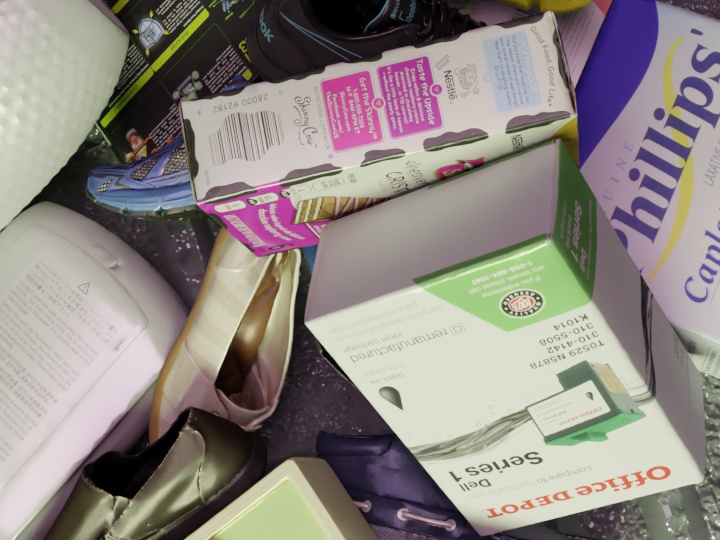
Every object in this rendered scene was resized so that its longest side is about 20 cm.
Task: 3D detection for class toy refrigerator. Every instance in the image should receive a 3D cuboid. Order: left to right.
[{"bbox_3d":[-0.088,0.200,0.835,0.200,0.070,0.076,-38,73,9],"label":"toy refrigerator"}]

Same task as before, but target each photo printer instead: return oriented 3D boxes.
[{"bbox_3d":[-0.212,0.065,0.930,0.166,0.069,0.200,40,87,15],"label":"photo printer"}]

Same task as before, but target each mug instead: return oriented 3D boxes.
[{"bbox_3d":[-0.252,-0.135,0.920,0.175,0.148,0.200,-44,39,4],"label":"mug"}]

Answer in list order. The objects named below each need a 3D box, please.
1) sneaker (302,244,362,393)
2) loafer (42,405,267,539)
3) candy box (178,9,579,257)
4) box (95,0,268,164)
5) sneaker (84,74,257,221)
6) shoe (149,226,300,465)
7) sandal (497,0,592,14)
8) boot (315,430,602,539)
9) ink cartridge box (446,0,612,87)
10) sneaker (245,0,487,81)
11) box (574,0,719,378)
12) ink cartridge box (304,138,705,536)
[{"bbox_3d":[0.001,0.000,0.886,0.076,0.111,0.201,-20,76,5],"label":"sneaker"},{"bbox_3d":[-0.153,0.146,0.861,0.200,0.073,0.071,-37,113,6],"label":"loafer"},{"bbox_3d":[0.017,-0.068,0.764,0.199,0.136,0.061,-14,77,7],"label":"candy box"},{"bbox_3d":[-0.124,-0.186,0.945,0.200,0.047,0.193,-42,75,23],"label":"box"},{"bbox_3d":[-0.080,-0.081,0.887,0.199,0.075,0.079,-15,85,5],"label":"sneaker"},{"bbox_3d":[-0.082,0.059,0.881,0.053,0.070,0.201,34,112,46],"label":"shoe"},{"bbox_3d":[0.057,-0.204,0.864,0.199,0.087,0.080,15,116,9],"label":"sandal"},{"bbox_3d":[0.063,0.147,0.864,0.199,0.073,0.091,2,84,11],"label":"boot"},{"bbox_3d":[0.074,-0.192,0.936,0.199,0.068,0.117,23,83,12],"label":"ink cartridge box"},{"bbox_3d":[0.035,-0.127,0.828,0.199,0.079,0.076,8,63,-15],"label":"sneaker"},{"bbox_3d":[0.213,-0.041,0.847,0.199,0.105,0.185,21,83,15],"label":"box"},{"bbox_3d":[0.085,0.045,0.763,0.146,0.200,0.085,-20,37,26],"label":"ink cartridge box"}]
